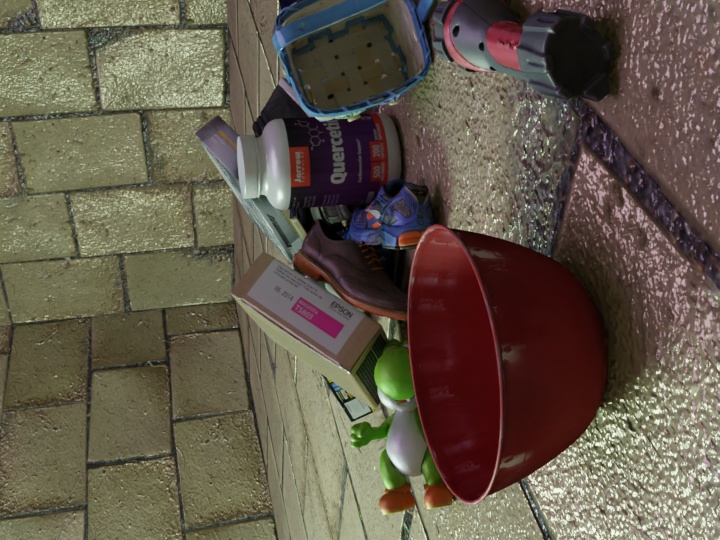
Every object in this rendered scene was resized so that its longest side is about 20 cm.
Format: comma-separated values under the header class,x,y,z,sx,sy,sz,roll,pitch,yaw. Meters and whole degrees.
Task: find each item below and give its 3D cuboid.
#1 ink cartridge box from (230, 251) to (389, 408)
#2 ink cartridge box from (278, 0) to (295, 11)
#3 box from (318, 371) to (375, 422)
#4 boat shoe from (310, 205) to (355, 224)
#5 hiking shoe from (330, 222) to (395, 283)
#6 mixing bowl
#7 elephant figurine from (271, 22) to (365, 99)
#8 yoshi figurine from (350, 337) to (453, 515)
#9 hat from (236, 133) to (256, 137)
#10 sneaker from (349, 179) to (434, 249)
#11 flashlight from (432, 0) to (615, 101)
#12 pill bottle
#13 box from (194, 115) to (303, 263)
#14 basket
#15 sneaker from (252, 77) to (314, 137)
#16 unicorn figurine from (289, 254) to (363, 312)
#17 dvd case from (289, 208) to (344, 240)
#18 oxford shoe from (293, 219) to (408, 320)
class,x,y,z,sx,sy,sz,roll,pitch,yaw
ink cartridge box,-0.052,0.080,1.089,0.199,0.075,0.165,32,165,23
ink cartridge box,-0.107,-0.399,1.448,0.201,0.043,0.199,82,177,-63
box,-0.048,0.118,1.340,0.161,0.049,0.201,60,-175,-37
boat shoe,-0.029,-0.162,1.238,0.072,0.059,0.205,46,-135,-56
hiking shoe,0.002,-0.038,1.171,0.200,0.073,0.088,-140,53,-58
mixing bowl,0.113,0.063,0.622,0.200,0.107,0.204,175,90,-77
elephant figurine,-0.056,-0.333,1.205,0.156,0.141,0.200,-49,19,11
yoshi figurine,0.051,0.174,0.970,0.112,0.111,0.203,-32,60,58
hat,-0.094,-0.205,1.336,0.200,0.175,0.166,43,168,38
sneaker,0.042,-0.067,0.989,0.200,0.074,0.080,-166,80,-68
flashlight,0.112,-0.174,0.622,0.200,0.067,0.069,-124,34,-67
pill bottle,-0.053,-0.137,1.058,0.112,0.197,0.115,174,90,-77
box,-0.155,-0.117,1.256,0.158,0.048,0.201,45,169,44
basket,-0.004,-0.244,0.890,0.200,0.174,0.141,83,165,-81
sneaker,-0.084,-0.184,1.199,0.100,0.070,0.200,-50,55,14
unicorn figurine,-0.025,0.039,1.226,0.201,0.074,0.137,52,177,-16
dvd case,-0.063,-0.072,1.287,0.201,0.016,0.150,59,-159,-47
oxford shoe,0.000,0.000,1.051,0.199,0.071,0.074,30,103,28
